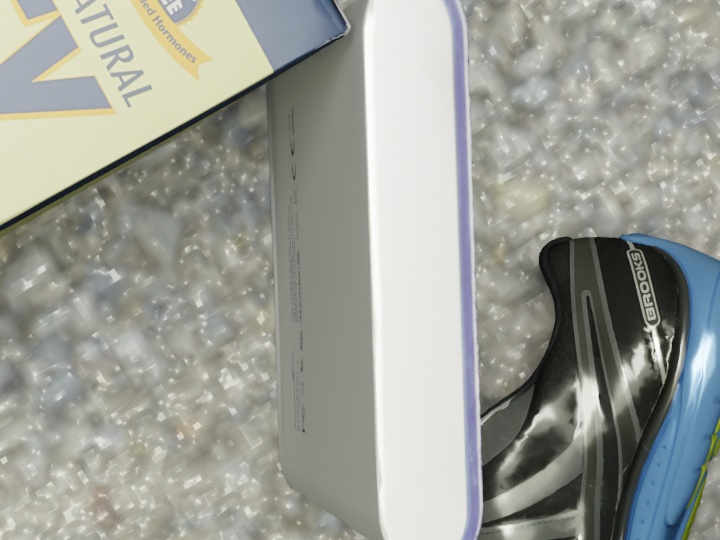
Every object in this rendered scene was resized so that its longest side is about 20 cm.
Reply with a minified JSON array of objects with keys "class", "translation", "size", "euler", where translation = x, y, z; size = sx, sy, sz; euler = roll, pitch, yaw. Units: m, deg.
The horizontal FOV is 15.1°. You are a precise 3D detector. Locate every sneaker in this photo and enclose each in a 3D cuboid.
[{"class":"sneaker","translation":[0.051,0.083,0.810],"size":[0.083,0.071,0.200],"euler":[20,90,14]}]

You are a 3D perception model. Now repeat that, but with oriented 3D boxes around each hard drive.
[{"class":"hard drive","translation":[0.000,0.000,0.726],"size":[0.025,0.200,0.132],"euler":[-2,90,-8]}]

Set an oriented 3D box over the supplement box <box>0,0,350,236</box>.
[{"class":"supplement box","translation":[-0.130,-0.065,0.707],"size":[0.200,0.200,0.134],"euler":[-30,94,-7]}]
